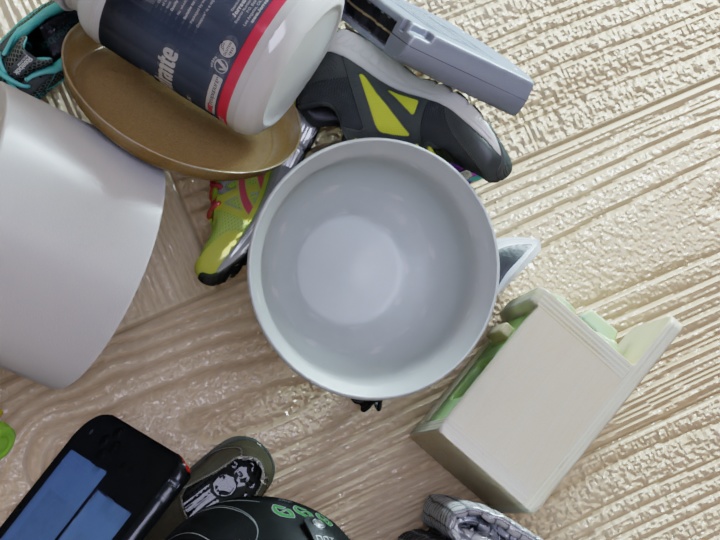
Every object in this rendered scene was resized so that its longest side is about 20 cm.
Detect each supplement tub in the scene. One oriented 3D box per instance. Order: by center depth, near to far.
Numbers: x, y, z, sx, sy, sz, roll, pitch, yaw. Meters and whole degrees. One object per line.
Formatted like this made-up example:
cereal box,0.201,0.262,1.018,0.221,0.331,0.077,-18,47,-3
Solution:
supplement tub,-0.126,-0.209,1.630,0.200,0.140,0.141,33,79,7

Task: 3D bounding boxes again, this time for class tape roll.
tape roll,-0.256,-0.026,1.634,0.139,0.203,0.203,24,80,-23

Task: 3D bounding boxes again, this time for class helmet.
helmet,-0.082,0.270,1.611,0.199,0.191,0.201,-3,95,-30

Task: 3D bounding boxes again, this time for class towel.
towel,0.128,0.262,1.702,0.200,0.166,0.086,34,82,-3

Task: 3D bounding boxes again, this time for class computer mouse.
computer mouse,0.070,0.033,1.759,0.044,0.110,0.200,45,69,1

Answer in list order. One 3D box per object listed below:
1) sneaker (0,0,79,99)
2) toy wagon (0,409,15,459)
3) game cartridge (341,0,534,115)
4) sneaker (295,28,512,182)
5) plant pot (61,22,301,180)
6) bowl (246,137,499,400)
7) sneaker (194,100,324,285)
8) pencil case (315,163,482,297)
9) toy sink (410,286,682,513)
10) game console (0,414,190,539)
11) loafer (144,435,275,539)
sneaker,-0.281,-0.158,1.714,0.078,0.091,0.200,43,79,-2
toy wagon,-0.346,0.072,1.620,0.155,0.200,0.040,33,79,28
game cartridge,0.059,-0.181,1.715,0.133,0.200,0.041,19,103,-24
sneaker,0.033,-0.112,1.697,0.200,0.074,0.085,34,81,30
plant pot,-0.142,-0.132,1.667,0.200,0.200,0.028,25,124,-6
bowl,0.000,0.000,1.656,0.200,0.090,0.202,1,88,-16
sneaker,-0.100,-0.081,1.749,0.090,0.078,0.200,26,69,-6
pencil case,0.018,-0.053,1.754,0.200,0.092,0.085,-42,130,-10
toy sink,0.147,0.088,1.742,0.112,0.130,0.200,41,80,-3
game console,-0.227,0.207,1.645,0.031,0.177,0.200,42,79,-25
loafer,-0.149,0.207,1.708,0.075,0.070,0.200,44,79,-3
